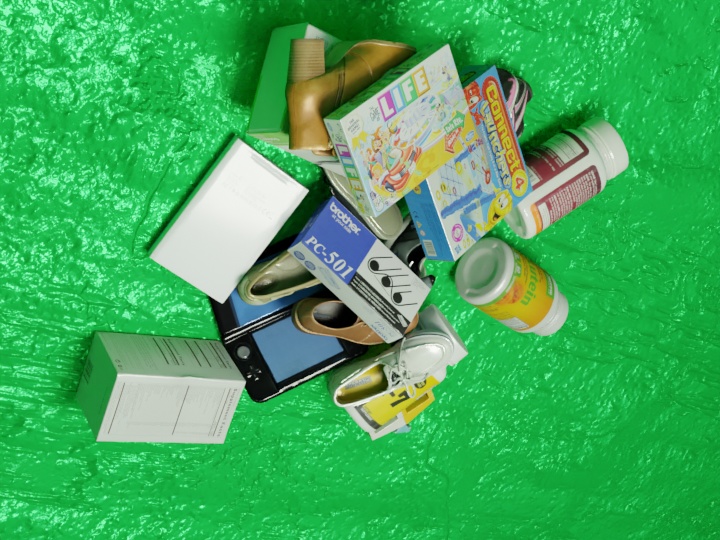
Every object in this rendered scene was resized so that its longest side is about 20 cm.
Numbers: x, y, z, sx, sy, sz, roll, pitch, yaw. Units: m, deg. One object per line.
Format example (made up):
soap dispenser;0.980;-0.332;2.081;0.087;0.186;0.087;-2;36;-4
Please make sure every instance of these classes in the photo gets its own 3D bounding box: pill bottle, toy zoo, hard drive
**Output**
pill bottle;0.253;0.034;1.882;0.199;0.111;0.112;30;102;-41
pill bottle;0.309;-0.147;1.795;0.199;0.114;0.115;-32;132;-9
toy zoo;0.050;0.201;1.925;0.130;0.020;0.201;-32;131;-10
hard drive;-0.181;-0.068;1.584;0.131;0.025;0.201;34;98;-31
pill bottle;0.061;0.149;1.789;0.199;0.115;0.114;-38;133;7

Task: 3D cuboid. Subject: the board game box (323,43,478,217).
board game box;0.054;-0.177;1.441;0.199;0.034;0.136;-39;121;-29

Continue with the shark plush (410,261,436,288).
shark plush;0.044;0.027;1.804;0.082;0.092;0.201;16;133;-17

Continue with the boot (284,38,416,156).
boot;-0.012;-0.215;1.445;0.199;0.070;0.146;-8;102;-37

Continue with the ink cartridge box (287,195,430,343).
ink cartridge box;0.000;0.000;1.625;0.200;0.044;0.094;43;57;-13

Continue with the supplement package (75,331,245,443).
supplement package;-0.282;0.167;1.634;0.198;0.110;0.115;8;115;-35

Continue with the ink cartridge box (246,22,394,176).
ink cartridge box;-0.035;-0.215;1.518;0.199;0.083;0.148;21;80;-40

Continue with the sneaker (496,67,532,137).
sneaker;0.203;-0.198;1.723;0.086;0.080;0.202;1;125;-44

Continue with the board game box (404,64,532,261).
board game box;0.137;-0.149;1.588;0.195;0.055;0.202;-40;120;-34

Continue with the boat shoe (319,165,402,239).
boat shoe;-0.017;-0.126;1.634;0.200;0.066;0.075;49;63;-25

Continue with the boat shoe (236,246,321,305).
boat shoe;-0.081;-0.008;1.644;0.199;0.063;0.074;-23;98;-17

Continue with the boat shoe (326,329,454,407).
boat shoe;0.047;0.149;1.683;0.199;0.086;0.076;-19;107;-1

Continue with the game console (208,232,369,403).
game console;-0.103;0.064;1.680;0.198;0.177;0.117;-24;158;-16

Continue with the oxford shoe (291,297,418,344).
oxford shoe;0.004;0.071;1.672;0.197;0.071;0.073;0;86;-26

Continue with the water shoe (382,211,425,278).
water shoe;0.113;-0.072;1.685;0.201;0.079;0.071;-54;144;13
